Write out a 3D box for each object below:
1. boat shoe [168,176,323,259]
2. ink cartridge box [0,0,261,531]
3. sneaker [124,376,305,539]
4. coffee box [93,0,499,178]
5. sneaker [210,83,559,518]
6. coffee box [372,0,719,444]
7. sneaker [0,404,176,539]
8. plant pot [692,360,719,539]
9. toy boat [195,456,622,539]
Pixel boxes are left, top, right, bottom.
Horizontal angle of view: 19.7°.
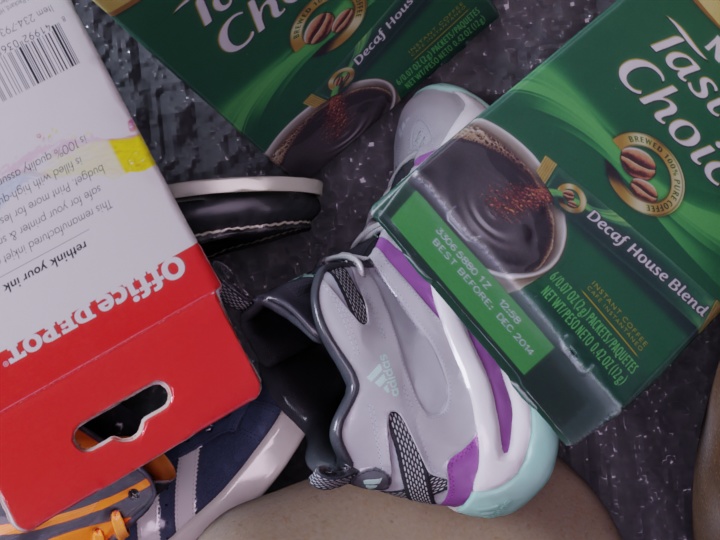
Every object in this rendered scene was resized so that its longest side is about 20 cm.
[{"bbox_3d":[-0.108,0.004,0.899,0.197,0.074,0.067,-10,82,7],"label":"boat shoe"},{"bbox_3d":[-0.134,-0.015,0.786,0.116,0.067,0.201,-29,95,-20],"label":"ink cartridge box"},{"bbox_3d":[-0.097,0.091,0.905,0.084,0.075,0.200,43,95,-3],"label":"sneaker"},{"bbox_3d":[-0.030,-0.119,0.834,0.123,0.200,0.044,-40,60,4],"label":"coffee box"},{"bbox_3d":[0.000,0.000,0.842,0.139,0.078,0.202,7,53,-23],"label":"sneaker"},{"bbox_3d":[0.109,-0.037,0.837,0.123,0.044,0.200,50,53,2],"label":"coffee box"},{"bbox_3d":[-0.111,0.129,0.842,0.111,0.078,0.201,-32,108,3],"label":"sneaker"},{"bbox_3d":[0.206,0.078,0.811,0.185,0.200,0.189,5,64,-10],"label":"plant pot"},{"bbox_3d":[0.018,0.156,0.881,0.198,0.131,0.131,-17,62,-21],"label":"toy boat"}]
